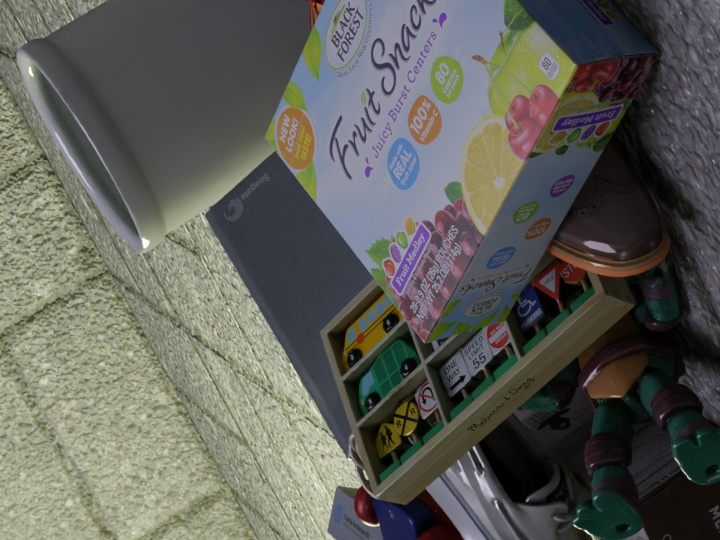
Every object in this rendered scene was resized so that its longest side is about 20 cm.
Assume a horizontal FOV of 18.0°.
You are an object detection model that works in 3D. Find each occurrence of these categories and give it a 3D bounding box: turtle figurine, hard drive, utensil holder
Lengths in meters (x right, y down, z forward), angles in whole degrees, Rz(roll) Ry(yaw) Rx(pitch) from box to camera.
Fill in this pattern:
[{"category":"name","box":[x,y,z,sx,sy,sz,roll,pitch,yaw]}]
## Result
[{"category":"turtle figurine","box":[0.143,0.050,1.305,0.100,0.150,0.200,18,-143,-32]},{"category":"hard drive","box":[0.000,0.000,1.452,0.033,0.139,0.200,16,-142,-59]},{"category":"utensil holder","box":[-0.118,-0.136,1.621,0.170,0.200,0.170,53,168,17]}]

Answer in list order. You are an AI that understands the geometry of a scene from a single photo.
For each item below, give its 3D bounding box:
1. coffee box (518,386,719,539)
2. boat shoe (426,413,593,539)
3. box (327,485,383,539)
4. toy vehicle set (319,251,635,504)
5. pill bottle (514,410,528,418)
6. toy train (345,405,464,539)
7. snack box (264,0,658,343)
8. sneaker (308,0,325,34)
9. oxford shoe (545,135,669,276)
[{"category":"coffee box","box":[0.180,0.148,1.425,0.115,0.080,0.200,63,167,-18]},{"category":"boat shoe","box":[0.099,0.142,1.378,0.200,0.074,0.065,46,132,-16]},{"category":"box","box":[0.096,0.204,1.655,0.156,0.199,0.041,-151,72,-67]},{"category":"toy vehicle set","box":[0.062,0.028,1.312,0.026,0.200,0.125,17,-140,-41]},{"category":"pill bottle","box":[0.097,0.129,1.626,0.113,0.113,0.200,63,166,-21]},{"category":"toy train","box":[0.062,0.138,1.439,0.085,0.116,0.200,34,147,48]},{"category":"snack box","box":[0.047,-0.092,1.207,0.169,0.068,0.200,53,134,27]},{"category":"sneaker","box":[-0.032,-0.184,1.264,0.078,0.112,0.200,46,144,36]},{"category":"oxford shoe","box":[0.098,-0.077,1.238,0.200,0.071,0.073,51,160,33]}]
